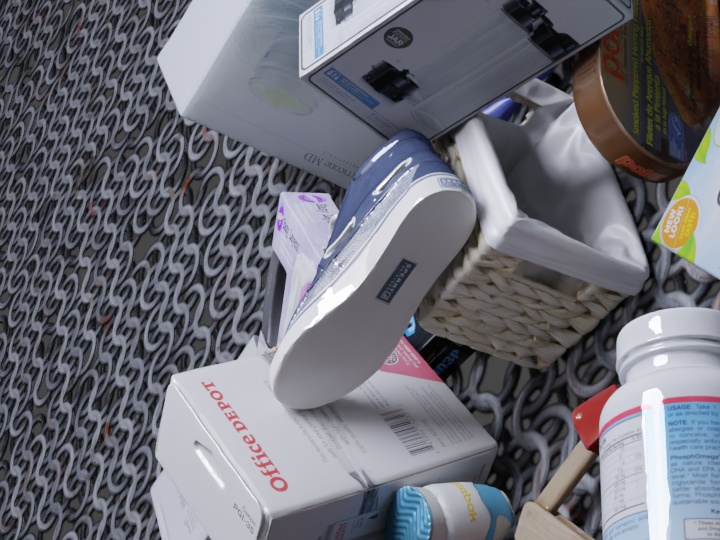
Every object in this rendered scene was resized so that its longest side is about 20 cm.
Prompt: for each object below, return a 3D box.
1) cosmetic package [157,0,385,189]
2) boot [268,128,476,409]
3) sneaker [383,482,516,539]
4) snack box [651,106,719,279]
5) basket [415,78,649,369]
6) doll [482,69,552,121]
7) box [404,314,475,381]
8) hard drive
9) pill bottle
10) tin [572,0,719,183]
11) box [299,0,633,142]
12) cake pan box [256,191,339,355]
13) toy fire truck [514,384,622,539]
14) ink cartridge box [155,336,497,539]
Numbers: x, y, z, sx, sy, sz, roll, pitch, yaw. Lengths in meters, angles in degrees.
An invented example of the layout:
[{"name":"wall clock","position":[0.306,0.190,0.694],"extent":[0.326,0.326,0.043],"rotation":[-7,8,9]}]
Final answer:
[{"name":"cosmetic package","position":[-0.040,-0.204,1.453],"extent":[0.200,0.199,0.123],"rotation":[-55,32,21]},{"name":"boot","position":[0.000,0.000,1.134],"extent":[0.200,0.073,0.090],"rotation":[-49,35,15]},{"name":"sneaker","position":[0.050,0.232,1.157],"extent":[0.077,0.080,0.200],"rotation":[-119,36,-43]},{"name":"snack box","position":[0.278,-0.078,1.007],"extent":[0.201,0.053,0.142],"rotation":[-64,29,8]},{"name":"basket","position":[0.103,-0.043,1.187],"extent":[0.123,0.135,0.200],"rotation":[-50,35,31]},{"name":"doll","position":[0.149,-0.193,1.292],"extent":[0.200,0.048,0.137],"rotation":[-55,24,10]},{"name":"box","position":[0.044,0.003,1.336],"extent":[0.159,0.046,0.201],"rotation":[-46,36,35]},{"name":"hard drive","position":[-0.128,0.176,1.522],"extent":[0.200,0.026,0.132],"rotation":[-55,33,22]},{"name":"pill bottle","position":[0.194,0.128,0.954],"extent":[0.109,0.108,0.201],"rotation":[-32,45,45]},{"name":"tin","position":[0.196,-0.153,1.128],"extent":[0.042,0.112,0.201],"rotation":[-29,47,47]},{"name":"box","position":[0.067,-0.170,1.092],"extent":[0.200,0.117,0.060],"rotation":[-29,44,31]},{"name":"cake pan box","position":[-0.041,0.047,1.364],"extent":[0.200,0.052,0.185],"rotation":[-121,40,-65]},{"name":"toy fire truck","position":[0.135,0.186,1.071],"extent":[0.200,0.049,0.141],"rotation":[-48,35,32]},{"name":"ink cartridge box","position":[-0.027,0.128,1.173],"extent":[0.147,0.199,0.083],"rotation":[49,137,36]}]
